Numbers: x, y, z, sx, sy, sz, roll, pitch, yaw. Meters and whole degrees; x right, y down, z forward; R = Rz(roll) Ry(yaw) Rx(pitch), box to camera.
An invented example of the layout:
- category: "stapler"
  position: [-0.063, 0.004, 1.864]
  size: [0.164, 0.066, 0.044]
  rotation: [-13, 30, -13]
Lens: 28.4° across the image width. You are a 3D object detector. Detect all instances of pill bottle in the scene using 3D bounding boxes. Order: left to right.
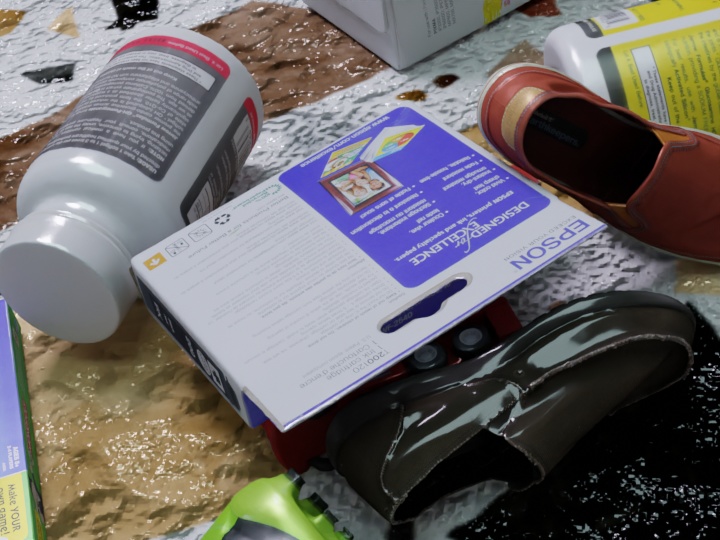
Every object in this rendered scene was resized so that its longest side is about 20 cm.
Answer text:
- category: "pill bottle"
  position: [-0.144, -0.053, 0.883]
  size: [0.110, 0.111, 0.200]
  rotation: [5, 44, 20]
- category: "pill bottle"
  position: [0.218, -0.113, 0.850]
  size: [0.199, 0.113, 0.113]
  rotation: [-14, 41, 0]

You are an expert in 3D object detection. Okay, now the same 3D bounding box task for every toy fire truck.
- category: "toy fire truck"
  position: [0.028, 0.023, 0.797]
  size: [0.199, 0.049, 0.141]
  rotation: [-20, 40, -5]

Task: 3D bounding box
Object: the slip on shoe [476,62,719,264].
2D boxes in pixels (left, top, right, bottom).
- category: "slip on shoe"
  position: [0.156, -0.051, 0.774]
  size: [0.199, 0.074, 0.061]
  rotation: [24, 15, -16]

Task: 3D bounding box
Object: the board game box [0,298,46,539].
- category: "board game box"
  position: [-0.250, 0.107, 0.795]
  size: [0.134, 0.029, 0.200]
  rotation: [-19, 41, -5]

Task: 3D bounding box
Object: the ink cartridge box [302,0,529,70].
- category: "ink cartridge box"
  position: [0.057, -0.272, 1.050]
  size: [0.199, 0.145, 0.145]
  rotation: [-31, 44, -18]

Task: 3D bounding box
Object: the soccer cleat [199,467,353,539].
- category: "soccer cleat"
  position: [-0.009, 0.171, 0.638]
  size: [0.081, 0.068, 0.200]
  rotation: [-44, 45, -7]

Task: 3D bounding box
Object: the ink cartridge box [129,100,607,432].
- category: "ink cartridge box"
  position: [0.000, 0.000, 0.760]
  size: [0.198, 0.044, 0.200]
  rotation: [-31, 36, -15]

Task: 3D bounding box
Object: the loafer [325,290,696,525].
- category: "loafer"
  position: [0.085, 0.077, 0.715]
  size: [0.199, 0.073, 0.072]
  rotation: [-23, 51, -3]
